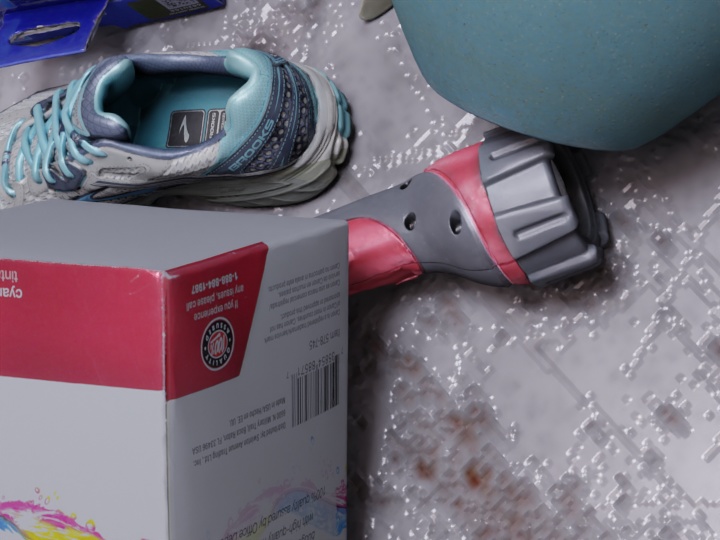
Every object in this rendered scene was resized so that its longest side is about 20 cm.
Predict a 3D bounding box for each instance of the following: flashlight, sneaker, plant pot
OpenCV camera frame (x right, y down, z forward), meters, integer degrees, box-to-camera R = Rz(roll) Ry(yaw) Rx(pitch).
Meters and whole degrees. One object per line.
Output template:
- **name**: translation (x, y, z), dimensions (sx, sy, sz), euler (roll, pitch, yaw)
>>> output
- **flashlight**: translation (0.000, 0.000, 1.034), dimensions (0.199, 0.068, 0.068), euler (-22, 81, 17)
- **sneaker**: translation (-0.109, -0.063, 1.089), dimensions (0.199, 0.086, 0.078), euler (-12, 70, 20)
- **plant pot**: translation (0.087, -0.125, 0.977), dimensions (0.200, 0.200, 0.135), euler (26, 111, 28)

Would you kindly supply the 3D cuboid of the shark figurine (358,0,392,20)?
- **shark figurine**: translation (-0.038, -0.192, 1.089), dimensions (0.090, 0.213, 0.129), euler (-109, 34, -61)

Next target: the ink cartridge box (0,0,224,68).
- **ink cartridge box**: translation (-0.134, -0.183, 1.143), dimensions (0.136, 0.076, 0.201), euler (-8, 74, 22)

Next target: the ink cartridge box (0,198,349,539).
- **ink cartridge box**: translation (-0.096, 0.083, 0.973), dimensions (0.144, 0.145, 0.201), euler (4, 100, 26)
